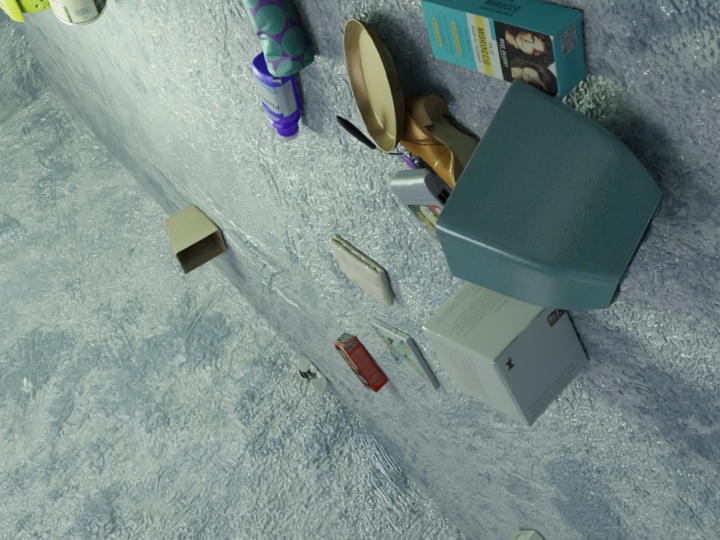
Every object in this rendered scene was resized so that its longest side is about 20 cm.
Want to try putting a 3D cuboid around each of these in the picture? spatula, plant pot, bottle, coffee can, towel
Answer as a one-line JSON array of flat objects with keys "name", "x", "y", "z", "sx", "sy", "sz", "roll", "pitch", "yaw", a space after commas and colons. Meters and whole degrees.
[{"name": "spatula", "x": 0.038, "y": -0.201, "z": 1.214, "sx": 0.199, "sy": 0.021, "sz": 0.057, "roll": 26, "pitch": -171, "yaw": -28}, {"name": "plant pot", "x": 0.023, "y": -0.277, "z": 1.100, "sx": 0.200, "sy": 0.027, "sz": 0.202, "roll": 160, "pitch": 91, "yaw": -78}, {"name": "bottle", "x": -0.159, "y": -0.337, "z": 1.446, "sx": 0.083, "sy": 0.065, "sz": 0.201, "roll": 40, "pitch": 161, "yaw": 23}, {"name": "plant pot", "x": 0.226, "y": -0.061, "z": 0.847, "sx": 0.198, "sy": 0.198, "sz": 0.196, "roll": 27, "pitch": 172, "yaw": 20}, {"name": "coffee can", "x": -0.743, "y": -0.748, "z": 1.870, "sx": 0.146, "sy": 0.146, "sz": 0.200, "roll": 45, "pitch": 163, "yaw": 11}, {"name": "plant pot", "x": -0.686, "y": -0.140, "z": 2.985, "sx": 0.178, "sy": 0.199, "sz": 0.200, "roll": 54, "pitch": 166, "yaw": 20}, {"name": "towel", "x": 0.000, "y": 0.000, "z": 1.836, "sx": 0.199, "sy": 0.034, "sz": 0.133, "roll": 36, "pitch": 159, "yaw": 36}, {"name": "plant pot", "x": -1.059, "y": -0.906, "z": 2.256, "sx": 0.199, "sy": 0.181, "sz": 0.200, "roll": 46, "pitch": 164, "yaw": 4}]

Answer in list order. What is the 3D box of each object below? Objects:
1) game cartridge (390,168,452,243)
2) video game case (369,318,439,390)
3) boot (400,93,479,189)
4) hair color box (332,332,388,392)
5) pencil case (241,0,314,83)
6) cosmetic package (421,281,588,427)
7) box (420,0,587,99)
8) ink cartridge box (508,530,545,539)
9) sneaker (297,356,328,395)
[{"name": "game cartridge", "x": 0.140, "y": -0.091, "z": 1.239, "sx": 0.200, "sy": 0.041, "sz": 0.133, "roll": 45, "pitch": 170, "yaw": -22}, {"name": "video game case", "x": 0.122, "y": 0.234, "z": 2.056, "sx": 0.182, "sy": 0.022, "sz": 0.201, "roll": 23, "pitch": 149, "yaw": 55}, {"name": "boot", "x": 0.122, "y": -0.179, "z": 1.116, "sx": 0.202, "sy": 0.070, "sz": 0.144, "roll": 57, "pitch": 168, "yaw": -14}, {"name": "hair color box", "x": -0.001, "y": 0.307, "z": 2.453, "sx": 0.201, "sy": 0.061, "sz": 0.101, "roll": 54, "pitch": 163, "yaw": -16}, {"name": "pencil case", "x": -0.149, "y": -0.419, "z": 1.215, "sx": 0.091, "sy": 0.086, "sz": 0.201, "roll": 4, "pitch": 140, "yaw": 26}, {"name": "cosmetic package", "x": 0.249, "y": 0.129, "z": 1.274, "sx": 0.199, "sy": 0.165, "sz": 0.166, "roll": 24, "pitch": 151, "yaw": 56}, {"name": "box", "x": 0.160, "y": -0.267, "z": 0.839, "sx": 0.199, "sy": 0.049, "sz": 0.083, "roll": 34, "pitch": 158, "yaw": 41}, {"name": "ink cartridge box", "x": 0.511, "y": 0.909, "z": 2.338, "sx": 0.085, "sy": 0.146, "sz": 0.200, "roll": 43, "pitch": 162, "yaw": 11}, {"name": "sneaker", "x": -0.218, "y": 0.485, "z": 3.356, "sx": 0.201, "sy": 0.075, "sz": 0.114, "roll": 52, "pitch": 164, "yaw": 8}]
